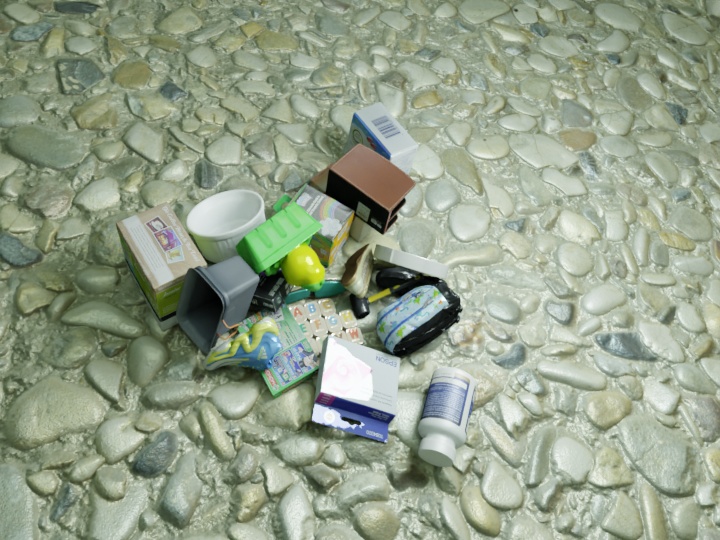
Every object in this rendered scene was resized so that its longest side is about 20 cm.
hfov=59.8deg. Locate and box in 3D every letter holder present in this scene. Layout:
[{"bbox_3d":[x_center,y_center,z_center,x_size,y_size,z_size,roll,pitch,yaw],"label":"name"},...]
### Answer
[{"bbox_3d":[0.029,-0.219,1.646,0.198,0.101,0.142,36,58,13],"label":"letter holder"}]

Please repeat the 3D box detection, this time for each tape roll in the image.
[{"bbox_3d":[0.128,-0.022,1.597,0.198,0.203,0.038,17,93,-1],"label":"tape roll"}]

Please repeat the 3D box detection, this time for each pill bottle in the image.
[{"bbox_3d":[0.194,0.333,1.426,0.109,0.112,0.203,20,55,2],"label":"pill bottle"}]

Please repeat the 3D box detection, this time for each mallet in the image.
[{"bbox_3d":[0.064,0.046,1.588,0.197,0.041,0.067,-31,66,-2],"label":"mallet"}]

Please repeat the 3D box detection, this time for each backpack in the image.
[{"bbox_3d":[0.135,0.123,1.530,0.153,0.164,0.200,40,76,18],"label":"backpack"}]

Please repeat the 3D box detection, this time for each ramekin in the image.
[{"bbox_3d":[-0.328,-0.108,1.573,0.196,0.099,0.202,-7,38,5],"label":"ramekin"}]

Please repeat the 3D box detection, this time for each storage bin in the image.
[{"bbox_3d":[-0.308,0.070,1.411,0.145,0.202,0.134,43,45,15],"label":"storage bin"}]

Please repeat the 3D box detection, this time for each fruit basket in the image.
[{"bbox_3d":[-0.166,-0.031,1.477,0.211,0.155,0.221,6,75,-24],"label":"fruit basket"}]

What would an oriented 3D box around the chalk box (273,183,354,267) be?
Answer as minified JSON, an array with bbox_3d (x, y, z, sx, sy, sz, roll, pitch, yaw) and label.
[{"bbox_3d":[-0.134,-0.128,1.649,0.197,0.125,0.125,29,57,9],"label":"chalk box"}]

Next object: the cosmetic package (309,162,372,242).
[{"bbox_3d":[-0.040,-0.190,1.728,0.199,0.088,0.103,39,58,14],"label":"cosmetic package"}]

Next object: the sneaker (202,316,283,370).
[{"bbox_3d":[-0.260,0.195,1.416,0.198,0.076,0.106,-33,88,13],"label":"sneaker"}]

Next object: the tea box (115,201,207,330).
[{"bbox_3d":[-0.455,-0.009,1.459,0.132,0.198,0.201,-27,65,-26],"label":"tea box"}]

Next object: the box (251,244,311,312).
[{"bbox_3d":[-0.231,0.000,1.557,0.157,0.044,0.201,15,49,21],"label":"box"}]

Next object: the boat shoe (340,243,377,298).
[{"bbox_3d":[0.000,0.000,1.612,0.063,0.073,0.201,48,32,-16],"label":"boat shoe"}]

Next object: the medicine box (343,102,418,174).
[{"bbox_3d":[0.051,-0.328,1.768,0.102,0.201,0.183,-26,65,-28],"label":"medicine box"}]

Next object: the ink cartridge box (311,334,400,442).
[{"bbox_3d":[-0.005,0.269,1.440,0.193,0.043,0.203,20,53,-18],"label":"ink cartridge box"}]

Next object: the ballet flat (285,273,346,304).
[{"bbox_3d":[-0.127,0.035,1.581,0.196,0.068,0.063,-10,52,-18],"label":"ballet flat"}]

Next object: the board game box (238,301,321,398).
[{"bbox_3d":[-0.194,0.181,1.481,0.133,0.029,0.202,-28,67,-14],"label":"board game box"}]

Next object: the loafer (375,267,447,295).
[{"bbox_3d":[0.135,0.044,1.625,0.196,0.069,0.071,12,47,-8],"label":"loafer"}]

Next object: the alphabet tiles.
[{"bbox_3d":[-0.095,0.161,1.535,0.196,0.015,0.198,-12,61,-18],"label":"alphabet tiles"}]
